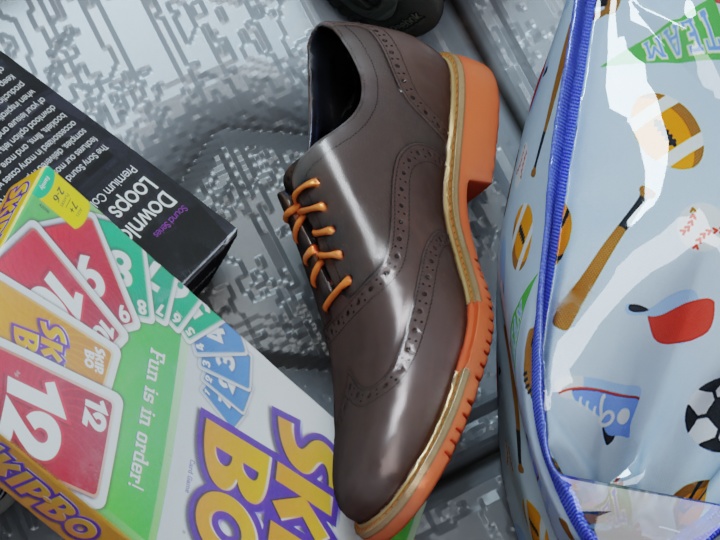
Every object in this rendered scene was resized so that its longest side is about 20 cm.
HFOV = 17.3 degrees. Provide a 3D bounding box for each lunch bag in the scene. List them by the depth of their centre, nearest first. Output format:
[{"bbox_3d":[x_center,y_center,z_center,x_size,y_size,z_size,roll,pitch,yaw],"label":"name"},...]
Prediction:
[{"bbox_3d":[0.102,0.020,0.781,0.123,0.170,0.202,12,72,4],"label":"lunch bag"}]

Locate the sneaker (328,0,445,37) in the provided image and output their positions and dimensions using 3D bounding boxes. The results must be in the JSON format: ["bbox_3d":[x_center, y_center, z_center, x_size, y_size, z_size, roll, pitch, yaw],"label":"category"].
[{"bbox_3d":[-0.020,-0.181,0.887,0.091,0.076,0.200,-41,88,-24],"label":"sneaker"}]

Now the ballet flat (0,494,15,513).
[{"bbox_3d":[-0.202,0.020,0.811,0.199,0.069,0.070,36,75,6],"label":"ballet flat"}]

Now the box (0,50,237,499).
[{"bbox_3d":[-0.158,-0.027,0.808,0.199,0.036,0.143,36,43,6],"label":"box"}]

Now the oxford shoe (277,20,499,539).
[{"bbox_3d":[0.000,0.000,0.803,0.072,0.071,0.201,23,47,-22],"label":"oxford shoe"}]

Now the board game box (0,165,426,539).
[{"bbox_3d":[-0.053,0.065,0.768,0.200,0.030,0.096,44,44,-23],"label":"board game box"}]
